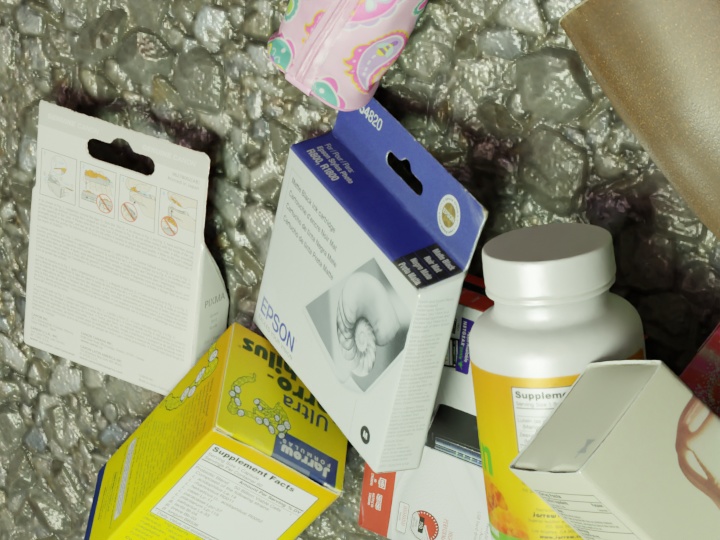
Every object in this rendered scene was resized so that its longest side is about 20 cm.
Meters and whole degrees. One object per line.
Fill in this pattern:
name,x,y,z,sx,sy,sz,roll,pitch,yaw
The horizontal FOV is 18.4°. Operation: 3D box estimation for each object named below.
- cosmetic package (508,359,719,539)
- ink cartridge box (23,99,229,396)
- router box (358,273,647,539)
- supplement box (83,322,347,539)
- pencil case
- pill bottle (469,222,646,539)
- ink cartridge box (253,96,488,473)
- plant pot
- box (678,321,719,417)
cosmetic package,0.198,0.150,1.308,0.200,0.087,0.103,43,165,-14
ink cartridge box,-0.173,-0.017,1.661,0.160,0.050,0.201,18,114,26
router box,0.094,0.112,1.536,0.178,0.049,0.201,19,117,26
supplement box,-0.106,0.153,1.620,0.108,0.110,0.200,29,128,-19
pencil case,0.012,-0.201,1.444,0.087,0.087,0.201,41,126,12
pill bottle,0.127,0.078,1.402,0.110,0.111,0.202,3,109,31
ink cartridge box,0.000,0.000,1.502,0.200,0.040,0.201,47,132,47
plant pot,0.234,-0.087,1.210,0.186,0.187,0.201,-27,88,37
box,0.301,0.097,1.368,0.200,0.100,0.096,42,125,12
